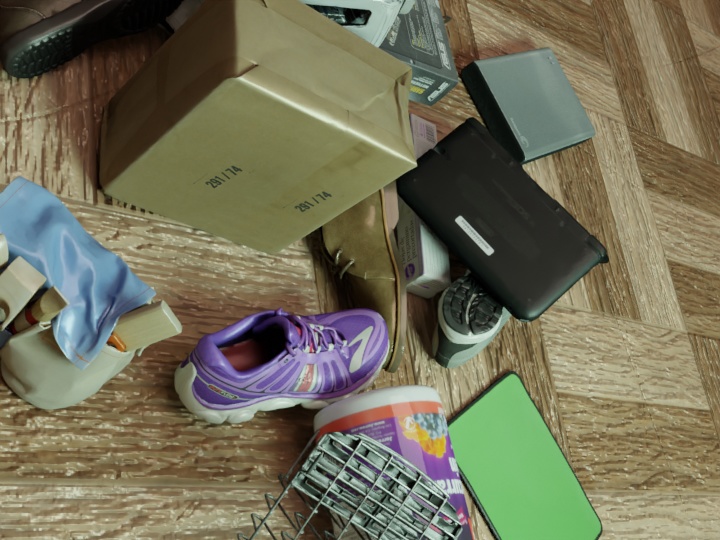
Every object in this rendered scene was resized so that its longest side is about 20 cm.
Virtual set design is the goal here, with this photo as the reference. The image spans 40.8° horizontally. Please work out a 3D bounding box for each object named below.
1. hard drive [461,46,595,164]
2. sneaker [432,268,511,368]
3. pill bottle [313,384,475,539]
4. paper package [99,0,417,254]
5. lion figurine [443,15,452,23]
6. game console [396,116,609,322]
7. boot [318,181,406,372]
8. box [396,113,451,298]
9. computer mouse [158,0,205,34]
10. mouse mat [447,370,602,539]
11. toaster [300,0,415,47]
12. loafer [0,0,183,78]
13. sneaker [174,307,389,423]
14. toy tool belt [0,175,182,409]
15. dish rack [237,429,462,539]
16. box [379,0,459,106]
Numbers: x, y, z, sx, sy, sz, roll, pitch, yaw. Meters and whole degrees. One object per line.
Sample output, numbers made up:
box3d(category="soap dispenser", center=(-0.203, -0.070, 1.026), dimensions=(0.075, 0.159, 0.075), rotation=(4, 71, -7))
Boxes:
box3d(category="hard drive", center=(0.222, -0.217, 1.267), dimensions=(0.199, 0.033, 0.141), rotation=(-23, 84, -48))
box3d(category="sneaker", center=(0.128, 0.028, 1.004), dimensions=(0.074, 0.080, 0.200), rotation=(35, 43, 15))
box3d(category="pill bottle", center=(0.033, 0.204, 0.782), dimensions=(0.111, 0.111, 0.202), rotation=(5, 64, -42))
box3d(category="paper package", center=(-0.083, -0.115, 0.790), dimensions=(0.189, 0.199, 0.104), rotation=(20, 54, -36))
box3d(category="lion figurine", center=(0.042, -0.287, 1.106), dimensions=(0.199, 0.072, 0.124), rotation=(19, 58, -39))
box3d(category="game console", center=(0.153, -0.051, 1.018), dimensions=(0.175, 0.117, 0.200), rotation=(-39, 76, -18))
box3d(category="boot", center=(0.000, 0.000, 0.906), dimensions=(0.075, 0.074, 0.202), rotation=(0, 65, -17))
box3d(category="box", center=(0.062, -0.071, 1.023), dimensions=(0.041, 0.039, 0.202), rotation=(17, 56, -34))
box3d(category="computer mouse", center=(-0.136, -0.227, 0.898), dimensions=(0.200, 0.044, 0.110), rotation=(41, 74, -14))
box3d(category="mouse mat", center=(0.168, 0.216, 0.983), dimensions=(0.160, 0.008, 0.201), rotation=(-27, 86, -49))
box3d(category="toaster", center=(-0.051, -0.262, 0.825), dimensions=(0.198, 0.114, 0.131), rotation=(2, 66, -19))
box3d(category="loafer", center=(-0.219, -0.232, 0.798), dimensions=(0.199, 0.073, 0.071), rotation=(-35, 86, -34))
box3d(category="sneaker", center=(-0.050, 0.066, 0.777), dimensions=(0.199, 0.084, 0.081), rotation=(-14, 59, -39))
box3d(category="toy tool belt", center=(-0.220, -0.005, 0.650), dimensions=(0.200, 0.123, 0.125), rotation=(42, 44, -17))
box3d(category="dish rack", center=(-0.030, 0.211, 0.675), dimensions=(0.153, 0.054, 0.201), rotation=(37, 87, -23))
box3d(category="box", center=(0.010, -0.277, 0.975), dimensions=(0.157, 0.048, 0.202), rotation=(9, 60, -39))
